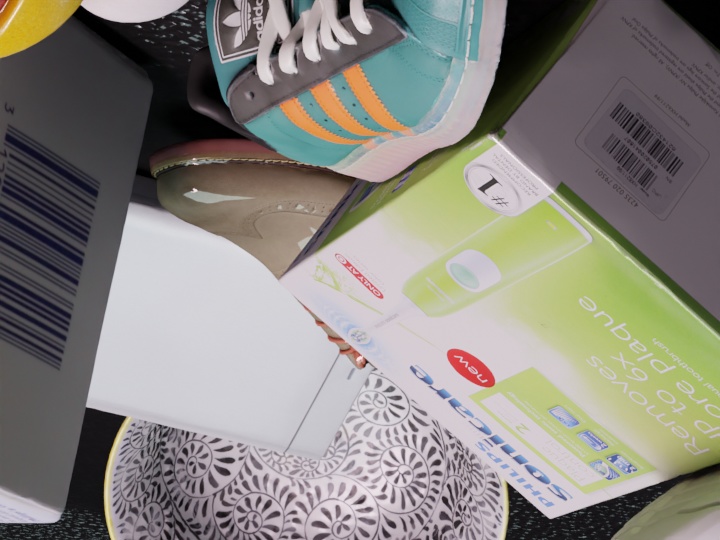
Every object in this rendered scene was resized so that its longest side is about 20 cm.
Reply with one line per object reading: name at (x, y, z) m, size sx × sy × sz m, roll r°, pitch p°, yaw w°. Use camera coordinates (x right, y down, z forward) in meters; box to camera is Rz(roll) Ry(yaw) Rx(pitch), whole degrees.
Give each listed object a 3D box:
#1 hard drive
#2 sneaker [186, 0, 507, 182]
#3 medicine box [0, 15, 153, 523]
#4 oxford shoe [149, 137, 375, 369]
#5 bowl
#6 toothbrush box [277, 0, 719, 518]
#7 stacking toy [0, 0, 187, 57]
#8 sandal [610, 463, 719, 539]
hard drive at (-0.089, 0.017, 1.067) m, size 0.200 × 0.027 × 0.132 m, roll 15°, pitch 132°, yaw -15°
sneaker at (-0.008, -0.075, 0.762) m, size 0.080 × 0.072 × 0.200 m, roll 9°, pitch 164°, yaw -13°
medicine box at (-0.199, -0.006, 0.886) m, size 0.200 × 0.183 × 0.103 m, roll -2°, pitch 159°, yaw 32°
oxford shoe at (0.000, 0.000, 0.980) m, size 0.200 × 0.075 × 0.070 m, roll 19°, pitch 160°, yaw -27°
bowl at (-0.025, 0.097, 1.204) m, size 0.200 × 0.094 × 0.201 m, roll 1°, pitch 117°, yaw 2°
toothbrush box at (0.079, -0.001, 0.838) m, size 0.146 × 0.086 × 0.200 m, roll 41°, pitch 156°, yaw -8°
stacking toy at (-0.124, -0.109, 0.691) m, size 0.200 × 0.147 × 0.146 m, roll 0°, pitch 173°, yaw -44°
sandal at (0.162, 0.071, 0.824) m, size 0.202 × 0.050 × 0.082 m, roll -31°, pitch 177°, yaw -38°
